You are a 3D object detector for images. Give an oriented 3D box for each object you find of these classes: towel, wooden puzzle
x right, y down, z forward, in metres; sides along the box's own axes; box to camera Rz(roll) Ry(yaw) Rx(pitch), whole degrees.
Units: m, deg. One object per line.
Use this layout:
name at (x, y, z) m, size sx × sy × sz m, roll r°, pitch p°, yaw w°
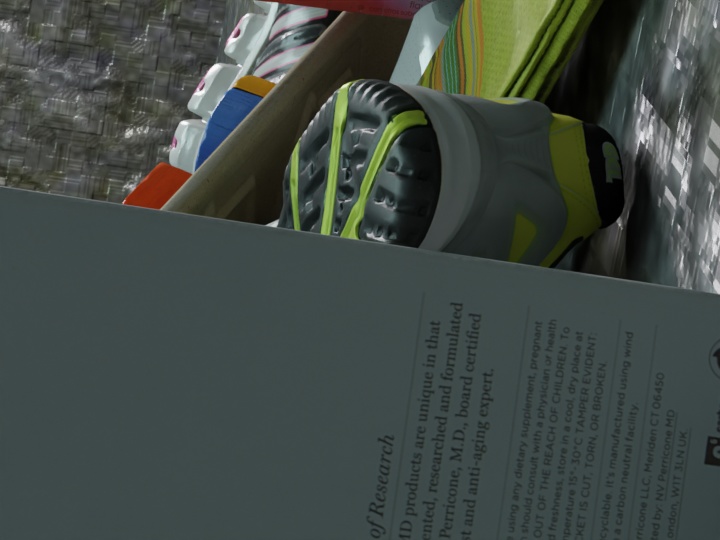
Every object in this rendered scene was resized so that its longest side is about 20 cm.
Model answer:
towel at (0.042, -0.075, 0.756) m, size 0.200 × 0.018 × 0.086 m, roll 119°, pitch 160°, yaw -46°
wooden puzzle at (-0.052, 0.013, 0.982) m, size 0.200 × 0.046 × 0.185 m, roll -45°, pitch -29°, yaw -41°

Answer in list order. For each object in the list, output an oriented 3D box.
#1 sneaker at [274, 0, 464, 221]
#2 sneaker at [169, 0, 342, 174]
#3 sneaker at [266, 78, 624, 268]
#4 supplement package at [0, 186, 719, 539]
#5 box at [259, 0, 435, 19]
sneaker at (0.000, 0.000, 0.902) m, size 0.070 × 0.080 × 0.201 m, roll -90°, pitch 12°, yaw -61°
sneaker at (-0.001, -0.092, 1.060) m, size 0.087 × 0.074 × 0.200 m, roll 43°, pitch 111°, yaw 40°
sneaker at (0.005, 0.014, 0.731) m, size 0.200 × 0.076 × 0.076 m, roll 138°, pitch 129°, yaw -60°
supplement package at (-0.034, 0.068, 0.564) m, size 0.151 × 0.200 × 0.152 m, roll 162°, pitch 116°, yaw -83°
box at (-0.045, -0.160, 0.947) m, size 0.100 × 0.200 × 0.096 m, roll -90°, pitch 8°, yaw -53°
